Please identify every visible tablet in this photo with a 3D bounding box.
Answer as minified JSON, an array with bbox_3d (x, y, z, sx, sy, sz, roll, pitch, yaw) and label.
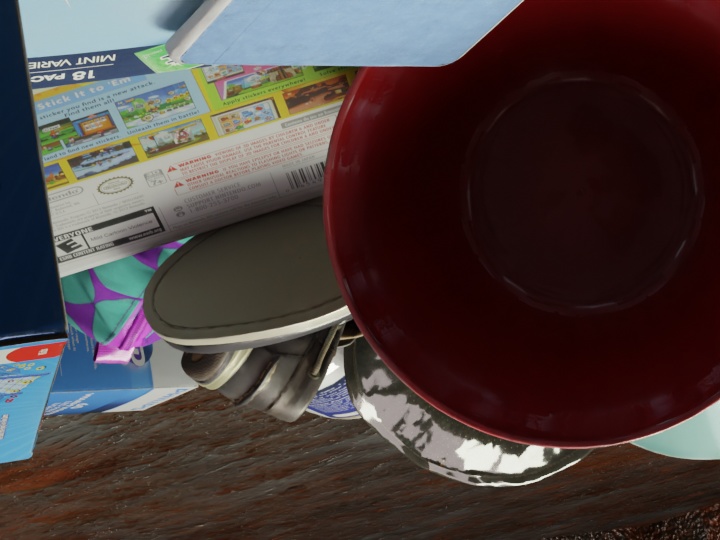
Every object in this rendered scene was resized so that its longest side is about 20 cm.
[{"bbox_3d":[0.029,-0.119,0.826,0.130,0.014,0.200,-3,159,-33],"label":"tablet"}]

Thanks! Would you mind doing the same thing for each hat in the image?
[{"bbox_3d":[0.079,0.016,1.361,0.200,0.201,0.081,-11,-156,-4],"label":"hat"}]

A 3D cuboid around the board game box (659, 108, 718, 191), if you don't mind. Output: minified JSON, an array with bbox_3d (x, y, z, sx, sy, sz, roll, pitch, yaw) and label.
[{"bbox_3d":[0.154,-0.065,1.191,0.199,0.044,0.199,0,-174,-44],"label":"board game box"}]

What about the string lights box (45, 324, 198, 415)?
[{"bbox_3d":[-0.190,0.025,1.314,0.199,0.103,0.059,0,163,-42],"label":"string lights box"}]

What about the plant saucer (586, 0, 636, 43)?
[{"bbox_3d":[0.173,-0.115,1.046,0.199,0.036,0.200,4,162,1],"label":"plant saucer"}]

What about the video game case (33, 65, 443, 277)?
[{"bbox_3d":[-0.071,-0.073,1.017,0.199,0.023,0.182,-17,150,2],"label":"video game case"}]

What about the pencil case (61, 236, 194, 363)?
[{"bbox_3d":[-0.092,-0.023,1.202,0.085,0.093,0.200,3,162,-23],"label":"pencil case"}]

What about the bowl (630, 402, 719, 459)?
[{"bbox_3d":[0.202,-0.002,1.421,0.200,0.201,0.105,-13,148,7],"label":"bowl"}]

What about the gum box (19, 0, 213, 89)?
[{"bbox_3d":[-0.044,-0.131,0.830,0.169,0.045,0.200,-9,161,-13],"label":"gum box"}]

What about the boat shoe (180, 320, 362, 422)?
[{"bbox_3d":[-0.023,0.009,1.250,0.074,0.073,0.200,-41,-169,44],"label":"boat shoe"}]

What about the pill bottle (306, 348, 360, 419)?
[{"bbox_3d":[-0.031,0.021,1.413,0.115,0.116,0.200,-14,168,13],"label":"pill bottle"}]

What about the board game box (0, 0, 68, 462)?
[{"bbox_3d":[-0.144,-0.048,0.795,0.056,0.201,0.196,-7,166,-13],"label":"board game box"}]

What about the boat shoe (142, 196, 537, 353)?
[{"bbox_3d":[0.000,0.000,1.104,0.199,0.073,0.063,-21,145,-7],"label":"boat shoe"}]

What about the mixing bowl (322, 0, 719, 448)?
[{"bbox_3d":[0.090,-0.030,1.011,0.199,0.201,0.108,-13,180,8],"label":"mixing bowl"}]
